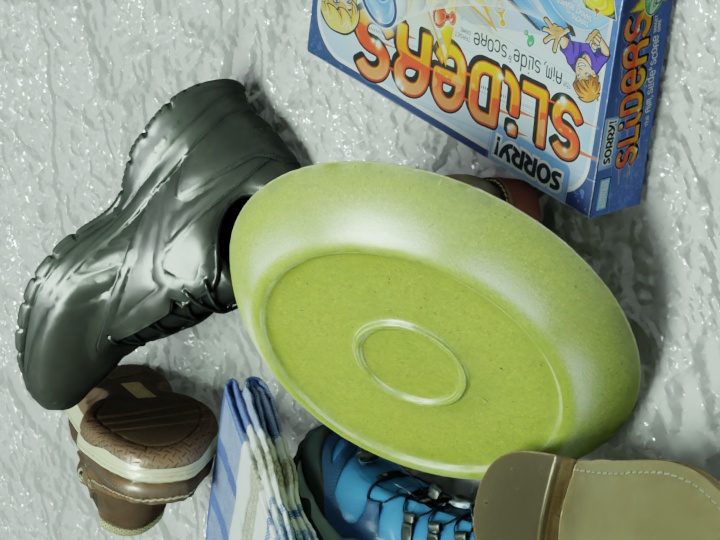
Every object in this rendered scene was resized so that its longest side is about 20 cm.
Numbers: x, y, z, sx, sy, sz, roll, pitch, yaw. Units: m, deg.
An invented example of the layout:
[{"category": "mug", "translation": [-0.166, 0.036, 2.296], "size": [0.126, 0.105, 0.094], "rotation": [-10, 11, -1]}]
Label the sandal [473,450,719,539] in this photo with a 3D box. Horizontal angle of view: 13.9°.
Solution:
[{"category": "sandal", "translation": [0.134, 0.120, 1.264], "size": [0.211, 0.069, 0.078], "rotation": [14, 91, 59]}]

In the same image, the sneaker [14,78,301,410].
[{"category": "sneaker", "translation": [-0.103, 0.001, 1.502], "size": [0.091, 0.076, 0.200], "rotation": [44, 112, 21]}]

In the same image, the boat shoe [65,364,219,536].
[{"category": "boat shoe", "translation": [-0.115, 0.104, 1.559], "size": [0.202, 0.074, 0.075], "rotation": [-135, 43, -76]}]

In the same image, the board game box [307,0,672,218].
[{"category": "board game box", "translation": [0.056, -0.126, 1.320], "size": [0.200, 0.034, 0.136], "rotation": [33, 127, 41]}]

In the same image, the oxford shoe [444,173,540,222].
[{"category": "oxford shoe", "translation": [0.000, 0.000, 1.393], "size": [0.200, 0.075, 0.071], "rotation": [-37, 50, 47]}]

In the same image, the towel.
[{"category": "towel", "translation": [-0.040, 0.167, 1.431], "size": [0.200, 0.024, 0.147], "rotation": [-113, 25, -46]}]

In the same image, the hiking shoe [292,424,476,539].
[{"category": "hiking shoe", "translation": [0.051, 0.132, 1.406], "size": [0.200, 0.074, 0.087], "rotation": [44, 125, 21]}]

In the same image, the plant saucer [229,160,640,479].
[{"category": "plant saucer", "translation": [0.027, 0.033, 1.327], "size": [0.199, 0.031, 0.200], "rotation": [17, 141, 14]}]
